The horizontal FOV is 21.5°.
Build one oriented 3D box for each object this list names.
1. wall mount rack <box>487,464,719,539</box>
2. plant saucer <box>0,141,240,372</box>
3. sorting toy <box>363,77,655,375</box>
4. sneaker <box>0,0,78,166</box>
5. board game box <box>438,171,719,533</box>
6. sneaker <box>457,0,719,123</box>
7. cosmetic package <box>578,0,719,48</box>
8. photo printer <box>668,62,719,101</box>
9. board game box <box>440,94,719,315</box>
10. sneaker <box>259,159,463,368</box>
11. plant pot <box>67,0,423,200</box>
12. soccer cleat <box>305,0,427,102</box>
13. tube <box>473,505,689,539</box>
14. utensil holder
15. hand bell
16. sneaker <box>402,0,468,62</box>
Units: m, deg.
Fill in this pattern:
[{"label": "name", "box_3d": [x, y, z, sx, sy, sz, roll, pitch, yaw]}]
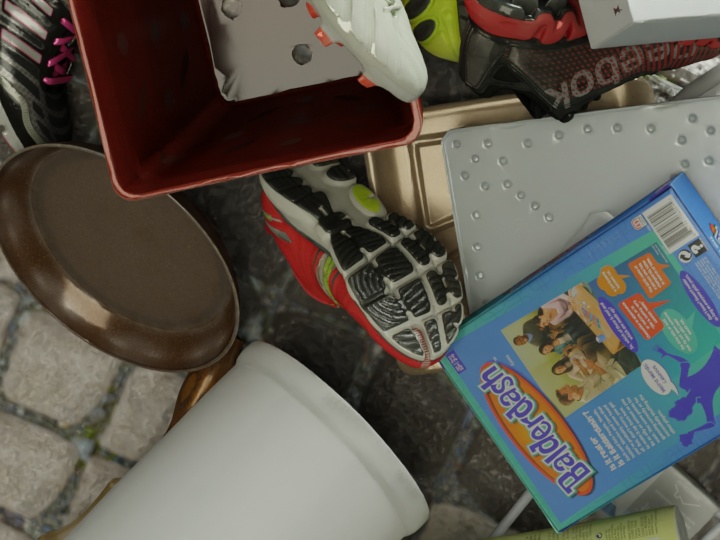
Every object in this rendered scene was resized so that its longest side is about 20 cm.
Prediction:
[{"label": "wall mount rack", "box_3d": [0.170, 0.183, 1.310, 0.200, 0.075, 0.174, 41, 109, 1]}, {"label": "plant saucer", "box_3d": [-0.164, -0.014, 1.306, 0.200, 0.032, 0.201, 20, 139, 19]}, {"label": "sorting toy", "box_3d": [0.112, -0.029, 1.299, 0.199, 0.036, 0.186, -8, 100, 7]}, {"label": "sneaker", "box_3d": [-0.212, -0.172, 1.302, 0.087, 0.074, 0.201, -3, 96, 17]}, {"label": "board game box", "box_3d": [0.166, 0.055, 1.216, 0.200, 0.045, 0.152, -34, 90, 24]}, {"label": "sneaker", "box_3d": [0.145, -0.143, 1.201, 0.200, 0.071, 0.098, -2, 130, -28]}, {"label": "cosmetic package", "box_3d": [0.189, -0.241, 1.161, 0.150, 0.052, 0.201, -7, 79, -31]}, {"label": "photo printer", "box_3d": [0.298, -0.078, 1.236, 0.200, 0.069, 0.167, -34, 94, 15]}, {"label": "board game box", "box_3d": [0.164, -0.007, 1.240, 0.199, 0.026, 0.201, -6, 102, 23]}, {"label": "sneaker", "box_3d": [0.000, 0.000, 1.272, 0.200, 0.077, 0.085, 50, 149, 34]}, {"label": "plant pot", "box_3d": [-0.064, -0.174, 1.224, 0.199, 0.176, 0.201, -11, 100, 12]}, {"label": "soccer cleat", "box_3d": [-0.013, -0.189, 1.088, 0.077, 0.069, 0.200, -34, 91, 11]}, {"label": "tube", "box_3d": [0.120, 0.201, 1.265, 0.199, 0.058, 0.052, -15, 114, 13]}, {"label": "utensil holder", "box_3d": [-0.083, 0.174, 1.263, 0.200, 0.170, 0.170, -43, 92, -15]}, {"label": "hand bell", "box_3d": [-0.139, 0.134, 1.361, 0.104, 0.104, 0.200, 30, 92, 3]}, {"label": "sneaker", "box_3d": [0.051, -0.232, 1.247, 0.074, 0.084, 0.201, -6, 82, 13]}]
